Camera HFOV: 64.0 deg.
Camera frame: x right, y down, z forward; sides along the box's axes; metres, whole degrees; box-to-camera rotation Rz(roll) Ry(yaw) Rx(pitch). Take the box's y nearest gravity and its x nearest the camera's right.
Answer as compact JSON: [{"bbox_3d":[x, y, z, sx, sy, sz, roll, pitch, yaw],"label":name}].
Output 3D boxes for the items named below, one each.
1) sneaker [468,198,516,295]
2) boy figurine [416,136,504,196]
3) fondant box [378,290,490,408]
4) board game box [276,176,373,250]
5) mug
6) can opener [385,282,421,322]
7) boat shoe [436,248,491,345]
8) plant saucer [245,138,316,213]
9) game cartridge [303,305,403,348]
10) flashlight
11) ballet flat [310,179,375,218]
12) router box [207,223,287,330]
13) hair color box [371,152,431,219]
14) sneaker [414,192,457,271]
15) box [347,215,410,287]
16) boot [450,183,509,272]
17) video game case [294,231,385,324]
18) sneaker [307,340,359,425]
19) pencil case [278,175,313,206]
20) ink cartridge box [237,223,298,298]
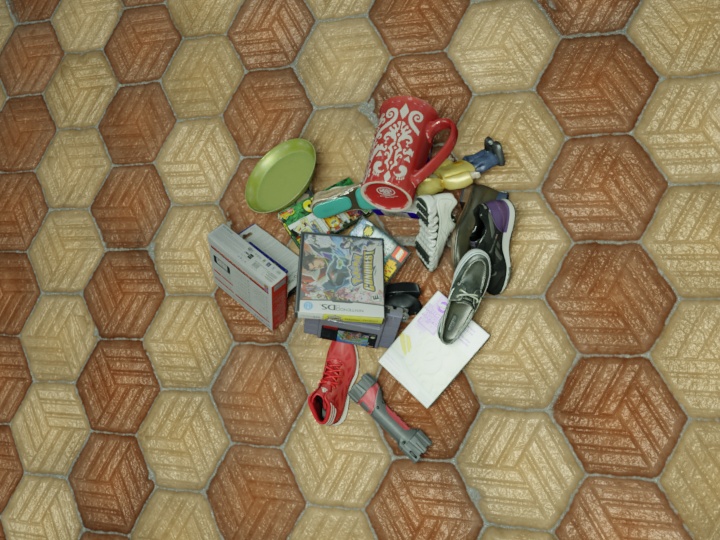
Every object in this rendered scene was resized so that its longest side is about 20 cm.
[{"bbox_3d":[0.254,-0.044,1.174,0.087,0.076,0.202,-9,110,-23],"label":"sneaker"},{"bbox_3d":[0.204,-0.217,1.237,0.199,0.065,0.125,-24,34,-3],"label":"boy figurine"},{"bbox_3d":[0.155,0.166,1.215,0.144,0.058,0.200,41,92,18],"label":"fondant box"},{"bbox_3d":[-0.076,-0.126,1.287,0.199,0.023,0.105,-32,77,-26],"label":"board game box"},{"bbox_3d":[0.087,-0.236,1.150,0.133,0.177,0.201,28,65,-24],"label":"mug"},{"bbox_3d":[0.035,0.079,1.236,0.198,0.064,0.079,-10,41,2],"label":"can opener"},{"bbox_3d":[0.208,0.058,1.130,0.071,0.071,0.202,18,101,-1],"label":"boat shoe"},{"bbox_3d":[-0.175,-0.208,1.300,0.199,0.031,0.202,-18,54,26],"label":"plant saucer"},{"bbox_3d":[-0.019,0.109,1.214,0.198,0.130,0.039,10,46,-2],"label":"game cartridge"},{"bbox_3d":[0.064,0.307,1.217,0.200,0.068,0.068,41,95,13],"label":"flashlight"},{"bbox_3d":[-0.013,-0.166,1.248,0.198,0.068,0.068,-9,40,2],"label":"ballet flat"},{"bbox_3d":[-0.253,0.017,1.292,0.199,0.180,0.049,37,57,18],"label":"router box"},{"bbox_3d":[0.095,-0.223,1.293,0.108,0.065,0.202,8,85,17],"label":"hair color box"},{"bbox_3d":[0.160,-0.077,1.197,0.080,0.201,0.075,-20,50,-16],"label":"sneaker"},{"bbox_3d":[0.000,0.000,1.277,0.136,0.040,0.201,36,92,1],"label":"box"},{"bbox_3d":[0.251,-0.088,1.221,0.096,0.075,0.202,9,82,20],"label":"boot"},{"bbox_3d":[-0.040,0.011,1.181,0.179,0.026,0.201,4,56,-6],"label":"video game case"},{"bbox_3d":[-0.056,0.233,1.231,0.078,0.115,0.202,1,81,16],"label":"sneaker"},{"bbox_3d":[-0.121,-0.121,1.328,0.089,0.078,0.201,-29,74,10],"label":"pencil case"},{"bbox_3d":[-0.209,-0.025,1.333,0.200,0.037,0.095,38,52,16],"label":"ink cartridge box"}]
